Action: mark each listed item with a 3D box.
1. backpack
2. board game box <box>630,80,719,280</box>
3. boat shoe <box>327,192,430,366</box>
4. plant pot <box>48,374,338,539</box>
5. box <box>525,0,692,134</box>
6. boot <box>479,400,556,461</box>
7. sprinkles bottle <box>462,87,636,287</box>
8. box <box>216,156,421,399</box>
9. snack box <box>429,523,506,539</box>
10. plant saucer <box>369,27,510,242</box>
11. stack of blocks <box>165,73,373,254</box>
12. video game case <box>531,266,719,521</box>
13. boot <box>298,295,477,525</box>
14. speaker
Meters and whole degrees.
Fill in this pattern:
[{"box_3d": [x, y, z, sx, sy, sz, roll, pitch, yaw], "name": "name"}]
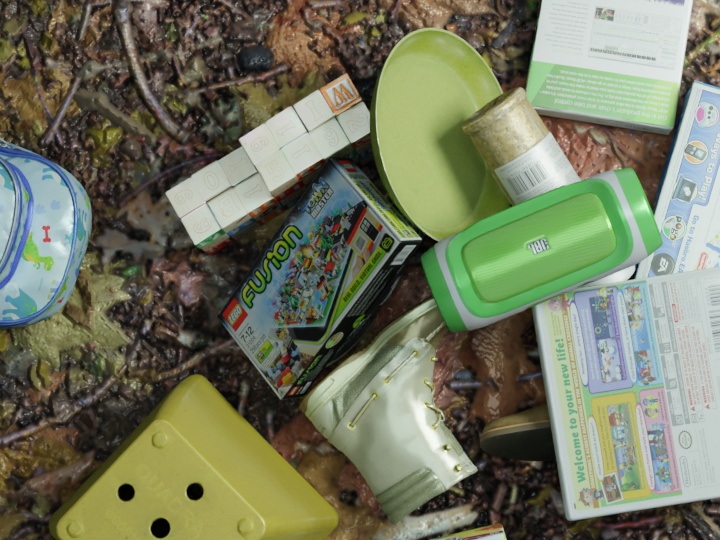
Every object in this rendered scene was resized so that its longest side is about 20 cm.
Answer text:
[{"box_3d": [-0.358, -0.037, 1.474, 0.198, 0.147, 0.185, 15, 86, -2], "name": "backpack"}, {"box_3d": [0.369, -0.049, 1.468, 0.194, 0.056, 0.202, 18, 85, 6], "name": "board game box"}, {"box_3d": [0.001, 0.000, 1.485, 0.072, 0.066, 0.201, 36, 88, 5], "name": "boat shoe"}, {"box_3d": [-0.162, 0.226, 1.417, 0.200, 0.176, 0.200, 44, 89, 8], "name": "plant pot"}, {"box_3d": [0.239, -0.238, 1.511, 0.143, 0.036, 0.202, 10, 83, 5], "name": "box"}, {"box_3d": [0.203, 0.124, 1.465, 0.198, 0.074, 0.076, -12, 63, 0], "name": "boot"}, {"box_3d": [0.172, -0.067, 1.454, 0.068, 0.068, 0.201, -34, 98, 0], "name": "sprinkles bottle"}, {"box_3d": [-0.041, 0.008, 1.446, 0.110, 0.035, 0.200, 49, 118, 24], "name": "box"}, {"box_3d": [0.037, 0.274, 1.413, 0.198, 0.142, 0.053, -15, 83, 3], "name": "snack box"}, {"box_3d": [0.071, -0.118, 1.454, 0.031, 0.199, 0.202, -11, 81, 42], "name": "plant saucer"}, {"box_3d": [-0.078, -0.095, 1.478, 0.199, 0.115, 0.059, -31, 82, 1], "name": "stack of blocks"}, {"box_3d": [0.255, 0.108, 1.412, 0.180, 0.022, 0.202, -8, 83, -2], "name": "video game case"}, {"box_3d": [0.063, 0.119, 1.465, 0.200, 0.072, 0.155, -39, 82, 4], "name": "boot"}, {"box_3d": [0.157, -0.018, 1.387, 0.199, 0.088, 0.089, -23, 82, 7], "name": "speaker"}]
